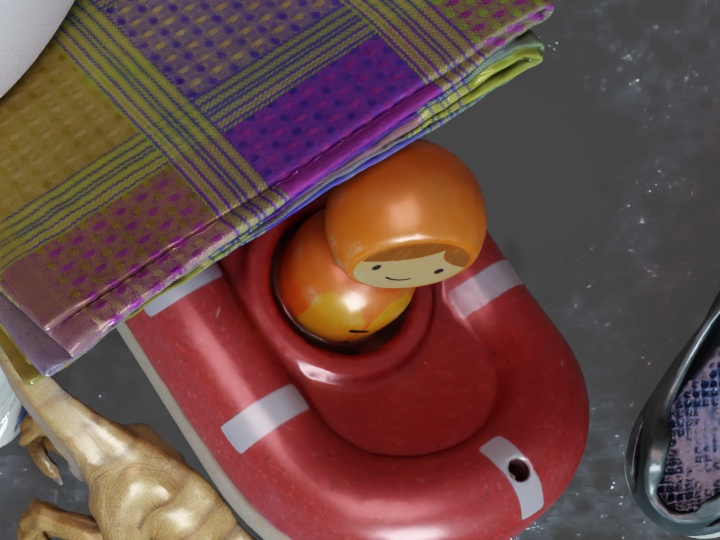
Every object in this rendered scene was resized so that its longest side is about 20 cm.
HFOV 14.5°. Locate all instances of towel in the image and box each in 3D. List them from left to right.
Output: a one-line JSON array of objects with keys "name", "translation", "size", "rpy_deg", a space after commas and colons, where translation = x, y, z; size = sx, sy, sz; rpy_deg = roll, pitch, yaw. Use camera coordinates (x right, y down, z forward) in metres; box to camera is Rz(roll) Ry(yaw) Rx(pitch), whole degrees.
[{"name": "towel", "translation": [-0.053, -0.057, 0.902], "size": [0.200, 0.023, 0.144], "rpy_deg": [-34, 47, -12]}]

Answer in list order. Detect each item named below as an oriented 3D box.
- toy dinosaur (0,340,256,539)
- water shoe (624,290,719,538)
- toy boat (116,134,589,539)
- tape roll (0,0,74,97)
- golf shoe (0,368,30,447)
[{"name": "toy dinosaur", "translation": [-0.082, 0.066, 0.951], "size": [0.200, 0.106, 0.060], "rpy_deg": [44, 56, -32]}, {"name": "water shoe", "translation": [0.161, 0.006, 0.953], "size": [0.071, 0.079, 0.200], "rpy_deg": [31, 89, 5]}, {"name": "toy boat", "translation": [0.000, 0.000, 0.926], "size": [0.130, 0.131, 0.200], "rpy_deg": [-31, 84, -30]}, {"name": "tape roll", "translation": [-0.184, -0.103, 0.950], "size": [0.203, 0.037, 0.203], "rpy_deg": [-14, 47, 16]}, {"name": "golf shoe", "translation": [-0.147, -0.038, 0.971], "size": [0.078, 0.097, 0.200], "rpy_deg": [-8, 84, 6]}]
